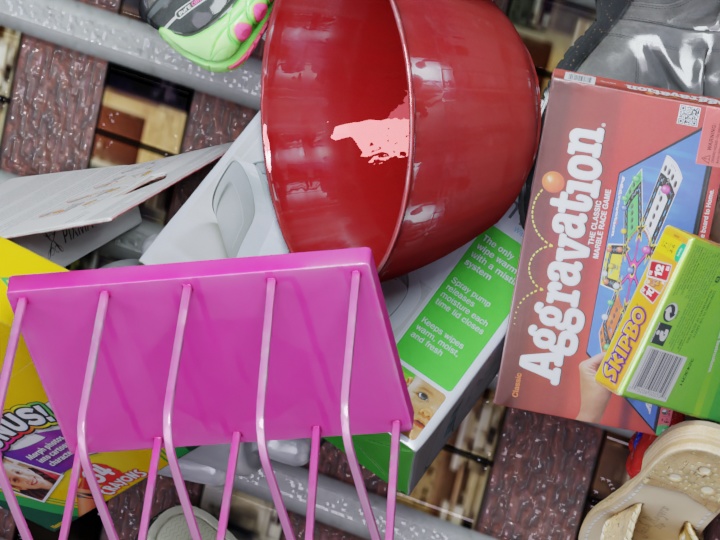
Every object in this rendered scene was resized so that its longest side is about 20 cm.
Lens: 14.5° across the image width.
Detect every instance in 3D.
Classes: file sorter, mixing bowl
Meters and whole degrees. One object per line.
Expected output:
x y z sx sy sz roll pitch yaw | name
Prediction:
-0.084 0.086 1.516 0.200 0.125 0.139 -4 136 10 | file sorter
0.031 -0.086 1.571 0.200 0.108 0.200 178 90 -65 | mixing bowl

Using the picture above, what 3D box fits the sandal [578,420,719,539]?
0.170 0.168 1.649 0.078 0.070 0.212 18 145 -1 | sandal

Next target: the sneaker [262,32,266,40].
-0.035 -0.162 1.724 0.200 0.072 0.072 33 143 6 | sneaker

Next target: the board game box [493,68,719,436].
0.141 -0.008 1.583 0.103 0.019 0.200 11 112 6 | board game box

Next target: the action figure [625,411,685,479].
0.189 0.054 1.666 0.065 0.099 0.200 11 122 49 | action figure

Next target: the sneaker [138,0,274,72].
-0.068 -0.208 1.655 0.084 0.200 0.077 25 146 3 | sneaker

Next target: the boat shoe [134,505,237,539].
-0.073 0.238 1.839 0.200 0.072 0.068 50 151 -3 | boat shoe

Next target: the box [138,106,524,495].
0.000 0.000 1.676 0.200 0.097 0.177 35 72 10 | box

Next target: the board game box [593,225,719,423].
0.216 0.040 1.597 0.030 0.200 0.096 31 99 43 | board game box

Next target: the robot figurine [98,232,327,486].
-0.110 0.060 1.773 0.200 0.113 0.170 17 117 17 | robot figurine

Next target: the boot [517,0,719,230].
0.179 -0.095 1.610 0.132 0.070 0.200 22 84 17 | boot

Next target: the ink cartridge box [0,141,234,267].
-0.183 -0.026 1.734 0.176 0.200 0.045 -7 103 24 | ink cartridge box

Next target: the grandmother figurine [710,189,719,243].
0.272 -0.054 1.590 0.200 0.121 0.061 -26 80 45 | grandmother figurine

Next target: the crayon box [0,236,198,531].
-0.199 0.071 1.670 0.172 0.058 0.200 27 144 -25 | crayon box
